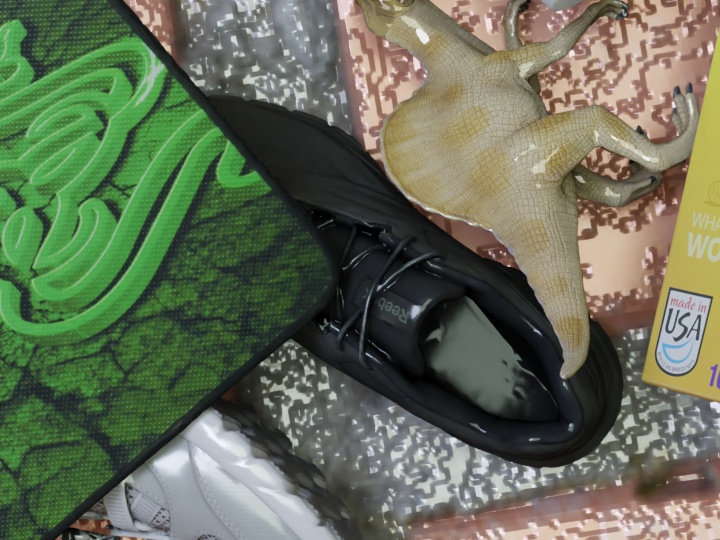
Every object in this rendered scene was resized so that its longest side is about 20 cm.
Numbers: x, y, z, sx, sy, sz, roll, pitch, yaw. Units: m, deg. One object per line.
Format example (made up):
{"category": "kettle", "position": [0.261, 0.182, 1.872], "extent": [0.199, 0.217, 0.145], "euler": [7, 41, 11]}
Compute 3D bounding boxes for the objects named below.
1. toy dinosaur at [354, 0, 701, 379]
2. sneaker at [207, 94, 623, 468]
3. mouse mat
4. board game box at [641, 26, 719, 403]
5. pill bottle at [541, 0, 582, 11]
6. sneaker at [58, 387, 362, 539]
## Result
{"category": "toy dinosaur", "position": [0.059, -0.036, 0.998], "extent": [0.101, 0.058, 0.200], "euler": [-13, 55, -19]}
{"category": "sneaker", "position": [0.000, 0.000, 0.994], "extent": [0.199, 0.091, 0.076], "euler": [27, 94, 3]}
{"category": "mouse mat", "position": [-0.125, 0.009, 0.933], "extent": [0.200, 0.008, 0.161], "euler": [-41, 107, -1]}
{"category": "board game box", "position": [0.170, -0.047, 0.925], "extent": [0.040, 0.153, 0.201], "euler": [12, 90, -35]}
{"category": "pill bottle", "position": [0.032, -0.190, 0.992], "extent": [0.114, 0.114, 0.200], "euler": [-42, 83, -4]}
{"category": "sneaker", "position": [-0.091, 0.065, 1.005], "extent": [0.199, 0.075, 0.082], "euler": [29, 92, 13]}
